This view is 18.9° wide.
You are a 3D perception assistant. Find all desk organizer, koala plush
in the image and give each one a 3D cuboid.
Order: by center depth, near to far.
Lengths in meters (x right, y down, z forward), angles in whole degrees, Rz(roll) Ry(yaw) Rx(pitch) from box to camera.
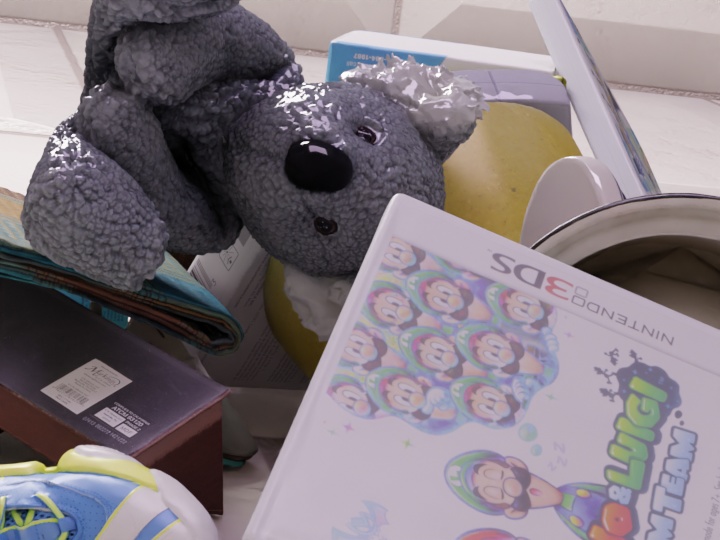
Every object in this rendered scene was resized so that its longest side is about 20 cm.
[{"bbox_3d":[-0.159,0.063,1.063,0.199,0.078,0.072,27,41,32],"label":"desk organizer"},{"bbox_3d":[-0.046,-0.059,1.067,0.198,0.179,0.184,18,-4,-3],"label":"koala plush"}]

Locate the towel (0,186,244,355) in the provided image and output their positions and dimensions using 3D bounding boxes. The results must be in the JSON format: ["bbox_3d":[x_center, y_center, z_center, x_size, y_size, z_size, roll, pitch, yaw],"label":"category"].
[{"bbox_3d":[-0.148,-0.008,1.135,0.146,0.022,0.200,21,5,-22],"label":"towel"}]

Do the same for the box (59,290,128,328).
[{"bbox_3d":[-0.235,0.008,1.288,0.082,0.050,0.199,5,1,40],"label":"box"}]

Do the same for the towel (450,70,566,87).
[{"bbox_3d":[0.082,-0.022,1.335,0.085,0.202,0.018,3,-2,1],"label":"towel"}]

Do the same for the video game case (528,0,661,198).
[{"bbox_3d":[0.176,-0.059,1.400,0.022,0.182,0.201,-26,50,10],"label":"video game case"}]

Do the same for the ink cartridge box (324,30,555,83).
[{"bbox_3d":[0.045,-0.047,1.437,0.145,0.202,0.146,8,10,4],"label":"ink cartridge box"}]

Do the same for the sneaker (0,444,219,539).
[{"bbox_3d":[-0.155,0.116,0.870,0.199,0.076,0.105,6,21,33],"label":"sneaker"}]

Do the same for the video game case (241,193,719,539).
[{"bbox_3d":[0.066,0.073,0.875,0.181,0.024,0.201,23,48,1],"label":"video game case"}]

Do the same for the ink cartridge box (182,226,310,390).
[{"bbox_3d":[0.000,0.000,1.238,0.199,0.161,0.050,4,41,-41],"label":"ink cartridge box"}]

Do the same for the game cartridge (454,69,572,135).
[{"bbox_3d":[0.025,-0.048,1.243,0.198,0.134,0.041,-12,45,-4],"label":"game cartridge"}]

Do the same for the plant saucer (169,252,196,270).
[{"bbox_3d":[-0.055,-0.014,1.301,0.198,0.201,0.035,4,41,-16],"label":"plant saucer"}]

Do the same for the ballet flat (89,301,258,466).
[{"bbox_3d":[-0.137,0.039,1.152,0.199,0.064,0.067,22,5,16],"label":"ballet flat"}]

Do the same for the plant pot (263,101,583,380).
[{"bbox_3d":[0.066,0.031,1.164,0.199,0.201,0.142,-1,42,-35],"label":"plant pot"}]

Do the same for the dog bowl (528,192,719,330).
[{"bbox_3d":[0.139,0.067,0.983,0.198,0.202,0.074,8,-2,1],"label":"dog bowl"}]

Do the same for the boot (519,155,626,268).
[{"bbox_3d":[0.136,0.044,1.074,0.090,0.202,0.072,-2,-3,-37],"label":"boot"}]
